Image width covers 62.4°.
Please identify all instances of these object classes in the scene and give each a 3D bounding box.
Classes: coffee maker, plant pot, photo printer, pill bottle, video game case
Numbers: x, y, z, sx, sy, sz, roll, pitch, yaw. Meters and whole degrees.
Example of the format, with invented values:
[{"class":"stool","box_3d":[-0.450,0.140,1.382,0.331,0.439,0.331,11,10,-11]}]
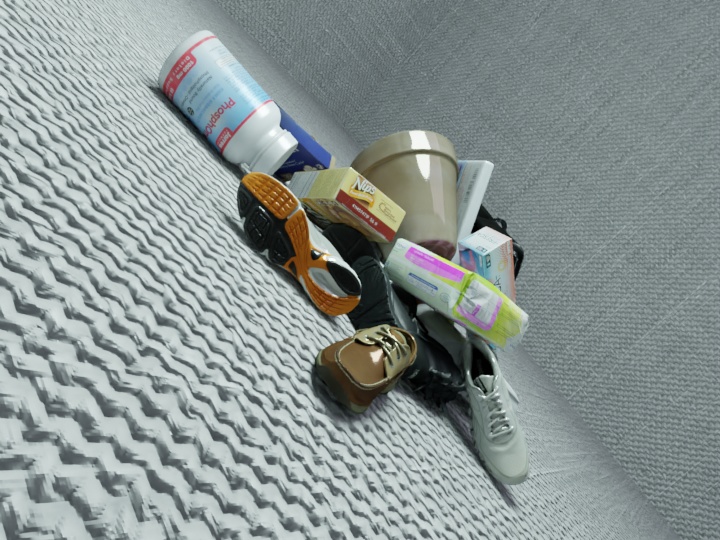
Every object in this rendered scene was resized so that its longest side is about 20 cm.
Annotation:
[{"class":"coffee maker","box_3d":[0.230,-0.050,1.131,0.202,0.185,0.139,-112,-167,-58]},{"class":"plant pot","box_3d":[0.086,-0.097,0.987,0.199,0.196,0.179,31,40,-54]},{"class":"photo printer","box_3d":[0.158,0.145,0.982,0.200,0.069,0.167,44,5,-20]},{"class":"pill bottle","box_3d":[-0.185,-0.229,0.853,0.200,0.109,0.109,46,11,-6]},{"class":"video game case","box_3d":[0.155,-0.097,1.068,0.023,0.206,0.182,18,4,-19]}]

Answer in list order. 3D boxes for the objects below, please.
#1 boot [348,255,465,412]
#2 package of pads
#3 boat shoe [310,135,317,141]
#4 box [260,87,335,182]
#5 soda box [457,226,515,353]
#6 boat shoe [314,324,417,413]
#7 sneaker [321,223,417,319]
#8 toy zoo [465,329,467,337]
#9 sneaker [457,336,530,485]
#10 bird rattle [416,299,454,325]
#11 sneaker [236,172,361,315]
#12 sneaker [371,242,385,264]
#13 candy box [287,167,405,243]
[{"class":"boot","box_3d":[0.063,0.089,0.826,0.161,0.073,0.201,33,25,-47]},{"class":"package of pads","box_3d":[0.144,0.039,0.863,0.153,0.070,0.198,30,-1,45]},{"class":"boat shoe","box_3d":[-0.100,-0.226,1.295,0.070,0.073,0.202,53,7,-39]},{"class":"box","box_3d":[-0.144,-0.217,0.983,0.199,0.118,0.033,38,58,-45]},{"class":"soda box","box_3d":[0.214,0.037,0.992,0.063,0.067,0.206,33,-38,51]},{"class":"boat shoe","box_3d":[0.014,0.089,0.626,0.076,0.074,0.199,48,11,11]},{"class":"sneaker","box_3d":[0.000,0.000,0.937,0.201,0.076,0.115,46,-2,-22]},{"class":"toy zoo","box_3d":[0.227,0.121,1.183,0.133,0.020,0.206,-89,174,-61]},{"class":"sneaker","box_3d":[0.178,0.188,0.815,0.081,0.073,0.206,65,8,-65]},{"class":"bird rattle","box_3d":[0.137,0.038,1.128,0.162,0.113,0.202,37,20,-22]},{"class":"sneaker","box_3d":[-0.079,-0.034,0.729,0.202,0.075,0.092,52,1,-18]},{"class":"sneaker","box_3d":[0.022,-0.029,1.071,0.128,0.080,0.201,32,25,-21]},{"class":"candy box","box_3d":[-0.032,-0.099,0.909,0.114,0.056,0.198,35,-12,-28]}]
